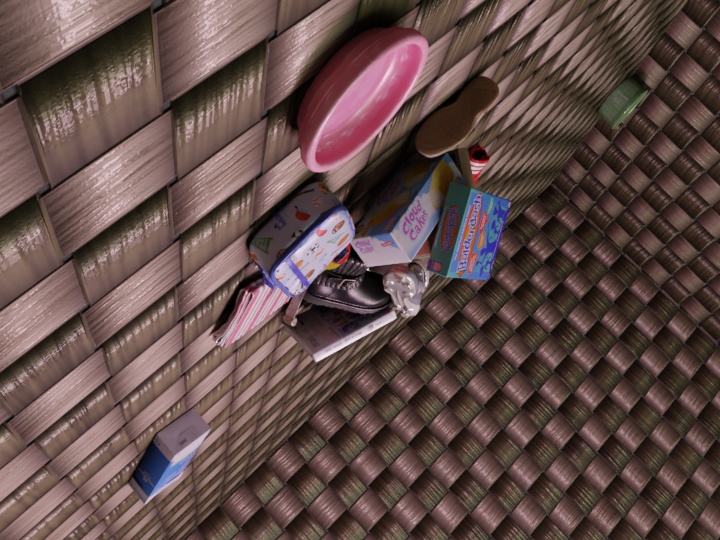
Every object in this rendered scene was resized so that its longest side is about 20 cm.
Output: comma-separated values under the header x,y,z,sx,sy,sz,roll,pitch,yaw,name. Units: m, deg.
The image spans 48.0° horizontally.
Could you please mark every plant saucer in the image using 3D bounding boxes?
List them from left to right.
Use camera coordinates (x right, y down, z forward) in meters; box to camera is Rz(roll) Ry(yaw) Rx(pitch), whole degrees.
x,y,z,sx,sy,sz,roll,pitch,yaw,name
-0.004,-0.205,0.943,0.200,0.051,0.201,-44,170,-9,plant saucer

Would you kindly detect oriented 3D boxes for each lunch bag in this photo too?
x,y,z,sx,sy,sz,roll,pitch,yaw,name
-0.084,-0.037,1.190,0.160,0.075,0.200,-46,166,-6,lunch bag

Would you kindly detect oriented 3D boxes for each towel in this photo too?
x,y,z,sx,sy,sz,roll,pitch,yaw,name
-0.155,0.037,1.341,0.199,0.030,0.147,-38,167,-50,towel

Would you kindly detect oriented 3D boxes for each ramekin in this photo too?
x,y,z,sx,sy,sz,roll,pitch,yaw,name
1.052,-0.679,3.261,0.200,0.098,0.200,-44,169,-10,ramekin

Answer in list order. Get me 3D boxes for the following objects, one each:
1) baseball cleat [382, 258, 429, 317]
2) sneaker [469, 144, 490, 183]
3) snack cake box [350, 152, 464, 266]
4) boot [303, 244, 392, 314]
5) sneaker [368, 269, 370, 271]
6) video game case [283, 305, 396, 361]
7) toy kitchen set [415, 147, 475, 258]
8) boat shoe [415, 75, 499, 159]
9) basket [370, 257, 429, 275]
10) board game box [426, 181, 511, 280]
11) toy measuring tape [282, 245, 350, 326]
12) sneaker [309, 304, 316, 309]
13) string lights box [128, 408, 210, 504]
x,y,z,sx,sy,sz,roll,pitch,yaw,name
0.086,0.012,1.489,0.201,0.068,0.108,81,29,-67,baseball cleat
0.266,-0.224,1.895,0.116,0.078,0.200,-46,171,10,sneaker
0.079,-0.103,1.375,0.114,0.068,0.201,-5,-138,49,snack cake box
0.000,0.002,1.469,0.207,0.081,0.158,4,141,-31,boot
-0.027,-0.010,1.595,0.092,0.071,0.201,-25,163,-19,sneaker
-0.045,0.099,1.601,0.179,0.024,0.200,-27,-158,-14,video game case
0.103,-0.116,1.513,0.161,0.185,0.198,-10,-177,39,toy kitchen set
0.165,-0.253,1.394,0.200,0.071,0.065,-48,167,-22,boat shoe
0.081,-0.028,1.759,0.199,0.136,0.182,-36,159,-25,basket
0.194,-0.064,1.421,0.199,0.044,0.156,3,104,-60,board game box
-0.065,-0.003,1.322,0.074,0.072,0.204,15,97,-78,toy measuring tape
-0.048,0.069,1.757,0.078,0.066,0.200,-42,179,30,sneaker
-0.381,0.372,1.611,0.102,0.059,0.201,-33,163,-50,string lights box
